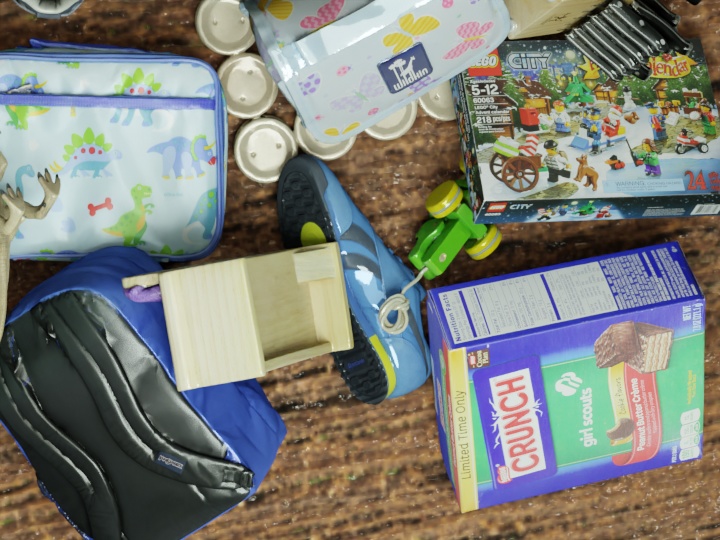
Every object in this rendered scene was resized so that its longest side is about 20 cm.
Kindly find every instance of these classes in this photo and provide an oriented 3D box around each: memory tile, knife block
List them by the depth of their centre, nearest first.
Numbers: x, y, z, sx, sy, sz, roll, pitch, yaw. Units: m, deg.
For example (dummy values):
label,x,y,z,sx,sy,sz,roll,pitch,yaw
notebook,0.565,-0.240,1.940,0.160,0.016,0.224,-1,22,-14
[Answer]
label,x,y,z,sx,sy,sz,roll,pitch,yaw
knife block,0.168,-0.236,1.505,0.175,0.064,0.202,-15,78,-43
memory tile,-0.018,-0.166,1.553,0.198,0.017,0.155,-18,99,-4

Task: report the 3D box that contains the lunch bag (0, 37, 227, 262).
label,x,y,z,sx,sy,sz,roll,pitch,yaw
lunch bag,-0.197,-0.088,1.502,0.198,0.082,0.163,3,96,-5

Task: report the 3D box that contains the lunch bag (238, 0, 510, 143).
label,x,y,z,sx,sy,sz,roll,pitch,yaw
lunch bag,0.009,-0.178,1.443,0.169,0.200,0.128,-29,98,-2

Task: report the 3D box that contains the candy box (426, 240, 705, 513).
label,x,y,z,sx,sy,sz,roll,pitch,yaw
candy box,0.157,0.081,1.542,0.198,0.077,0.170,-11,129,-5

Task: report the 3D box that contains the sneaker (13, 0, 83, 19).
label,x,y,z,sx,sy,sz,roll,pitch,yaw
sneaker,-0.217,-0.278,1.427,0.076,0.146,0.204,-1,108,-3

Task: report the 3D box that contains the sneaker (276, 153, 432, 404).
label,x,y,z,sx,sy,sz,roll,pitch,yaw
sneaker,0.000,0.000,1.557,0.078,0.066,0.202,-27,97,-37

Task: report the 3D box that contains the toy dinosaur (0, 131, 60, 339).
label,x,y,z,sx,sy,sz,roll,pitch,yaw
toy dinosaur,-0.258,-0.031,1.427,0.101,0.058,0.201,-38,65,34

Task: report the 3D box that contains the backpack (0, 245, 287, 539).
label,x,y,z,sx,sy,sz,roll,pitch,yaw
backpack,-0.172,0.087,1.475,0.162,0.168,0.200,-35,103,21

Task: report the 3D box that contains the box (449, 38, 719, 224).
label,x,y,z,sx,sy,sz,roll,pitch,yaw
box,0.173,-0.107,1.531,0.198,0.038,0.138,-3,65,-13

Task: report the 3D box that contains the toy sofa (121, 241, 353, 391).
label,x,y,z,sx,sy,sz,roll,pitch,yaw
toy sofa,-0.084,0.032,1.435,0.097,0.200,0.084,-10,91,19

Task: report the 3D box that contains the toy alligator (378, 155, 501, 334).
label,x,y,z,sx,sy,sz,roll,pitch,yaw
toy alligator,0.069,-0.034,1.550,0.059,0.054,0.200,46,76,-22
